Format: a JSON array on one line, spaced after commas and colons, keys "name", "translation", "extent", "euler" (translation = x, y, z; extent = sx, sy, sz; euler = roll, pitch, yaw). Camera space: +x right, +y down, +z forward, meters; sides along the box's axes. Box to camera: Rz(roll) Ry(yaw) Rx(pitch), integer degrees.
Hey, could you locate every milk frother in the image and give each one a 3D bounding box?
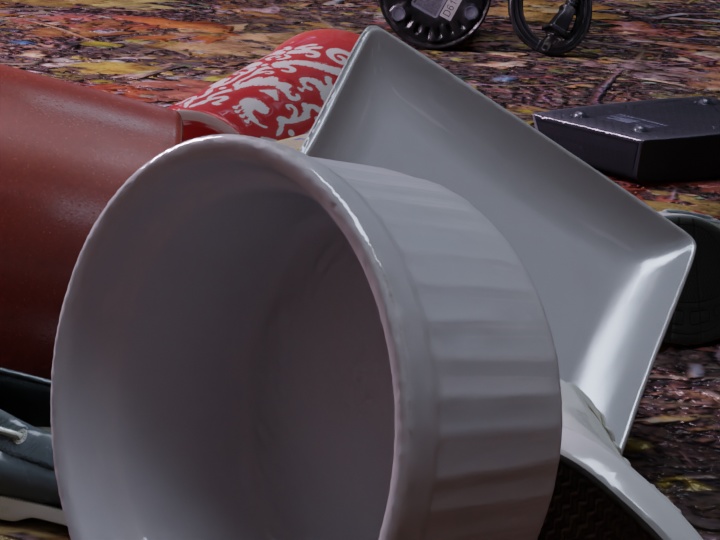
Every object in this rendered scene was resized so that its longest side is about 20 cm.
[{"name": "milk frother", "translation": [0.131, -0.294, 2.511], "extent": [0.200, 0.180, 0.188], "euler": [46, 13, -7]}]

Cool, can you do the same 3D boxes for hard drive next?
[{"name": "hard drive", "translation": [0.247, -0.106, 1.898], "extent": [0.199, 0.043, 0.135], "euler": [-9, 18, -40]}]

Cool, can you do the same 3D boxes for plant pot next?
[{"name": "plant pot", "translation": [-0.194, -0.022, 1.186], "extent": [0.194, 0.202, 0.201], "euler": [10, 13, -9]}]

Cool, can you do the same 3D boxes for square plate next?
[{"name": "square plate", "translation": [0.050, 0.002, 1.120], "extent": [0.200, 0.028, 0.198], "euler": [33, 47, -7]}]

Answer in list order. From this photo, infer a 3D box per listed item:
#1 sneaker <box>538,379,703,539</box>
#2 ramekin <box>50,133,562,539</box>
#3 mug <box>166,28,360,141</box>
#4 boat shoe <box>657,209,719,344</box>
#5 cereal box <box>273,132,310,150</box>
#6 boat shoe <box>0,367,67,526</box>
[{"name": "sneaker", "translation": [0.090, 0.082, 0.974], "extent": [0.084, 0.073, 0.200], "euler": [-13, 35, -37]}, {"name": "ramekin", "translation": [-0.019, 0.052, 0.889], "extent": [0.097, 0.202, 0.200], "euler": [1, 11, -44]}, {"name": "mug", "translation": [-0.039, -0.069, 1.512], "extent": [0.177, 0.134, 0.200], "euler": [7, 18, 24]}, {"name": "boat shoe", "translation": [0.196, 0.001, 1.400], "extent": [0.201, 0.075, 0.065], "euler": [-2, 8, -35]}, {"name": "cereal box", "translation": [0.000, 0.000, 1.195], "extent": [0.039, 0.145, 0.200], "euler": [2, 12, 32]}, {"name": "boat shoe", "translation": [-0.099, 0.077, 1.032], "extent": [0.199, 0.062, 0.073], "euler": [6, 14, 12]}]
